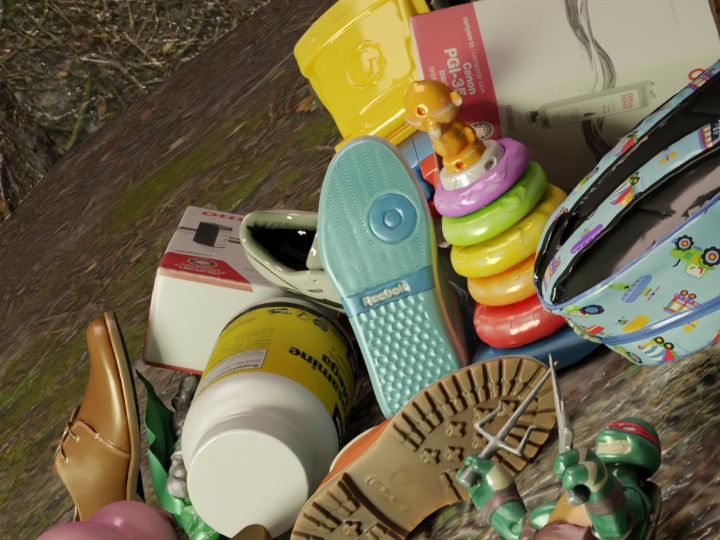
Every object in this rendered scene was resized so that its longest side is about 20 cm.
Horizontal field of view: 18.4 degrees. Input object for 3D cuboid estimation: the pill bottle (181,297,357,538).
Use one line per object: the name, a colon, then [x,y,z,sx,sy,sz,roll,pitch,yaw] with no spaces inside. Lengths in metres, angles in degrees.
pill bottle: [-0.065,0.107,1.583,0.112,0.113,0.200,-36,15,19]

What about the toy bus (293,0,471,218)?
toy bus: [0.066,-0.107,1.712,0.135,0.199,0.193,-36,50,22]

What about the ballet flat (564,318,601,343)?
ballet flat: [0.188,-0.018,1.389,0.200,0.075,0.074,-40,12,-25]

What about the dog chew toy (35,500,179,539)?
dog chew toy: [-0.198,0.235,1.553,0.124,0.125,0.200,-26,11,46]

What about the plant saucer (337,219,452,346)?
plant saucer: [0.066,-0.003,1.737,0.200,0.035,0.200,-39,14,12]

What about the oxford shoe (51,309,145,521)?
oxford shoe: [-0.203,0.129,1.711,0.071,0.202,0.071,-2,17,-8]

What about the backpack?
backpack: [0.196,-0.021,1.209,0.200,0.135,0.183,-38,14,8]

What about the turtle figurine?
turtle figurine: [0.098,0.129,1.088,0.201,0.100,0.150,-64,7,-24]

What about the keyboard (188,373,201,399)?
keyboard: [-0.075,0.048,2.000,0.200,0.040,0.104,-45,-9,-10]

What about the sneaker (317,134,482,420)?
sneaker: [0.029,0.004,1.492,0.079,0.202,0.131,-11,7,12]

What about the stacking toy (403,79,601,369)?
stacking toy: [0.086,-0.040,1.425,0.115,0.201,0.110,-20,24,36]

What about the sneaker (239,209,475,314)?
sneaker: [0.000,0.000,1.614,0.088,0.198,0.075,38,-115,-70]

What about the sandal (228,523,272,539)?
sandal: [-0.089,0.214,1.458,0.080,0.054,0.200,-40,-2,-19]

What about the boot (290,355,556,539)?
boot: [0.043,0.105,1.383,0.199,0.075,0.107,-37,9,22]

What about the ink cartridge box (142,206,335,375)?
ink cartridge box: [-0.089,0.021,1.802,0.200,0.143,0.085,-81,1,-75]

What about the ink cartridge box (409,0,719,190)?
ink cartridge box: [0.141,-0.124,1.496,0.198,0.083,0.147,-12,-28,2]

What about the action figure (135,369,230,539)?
action figure: [-0.117,0.149,1.644,0.055,0.118,0.200,-45,22,14]

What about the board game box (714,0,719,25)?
board game box: [0.259,-0.203,1.702,0.199,0.047,0.152,-26,14,1]
